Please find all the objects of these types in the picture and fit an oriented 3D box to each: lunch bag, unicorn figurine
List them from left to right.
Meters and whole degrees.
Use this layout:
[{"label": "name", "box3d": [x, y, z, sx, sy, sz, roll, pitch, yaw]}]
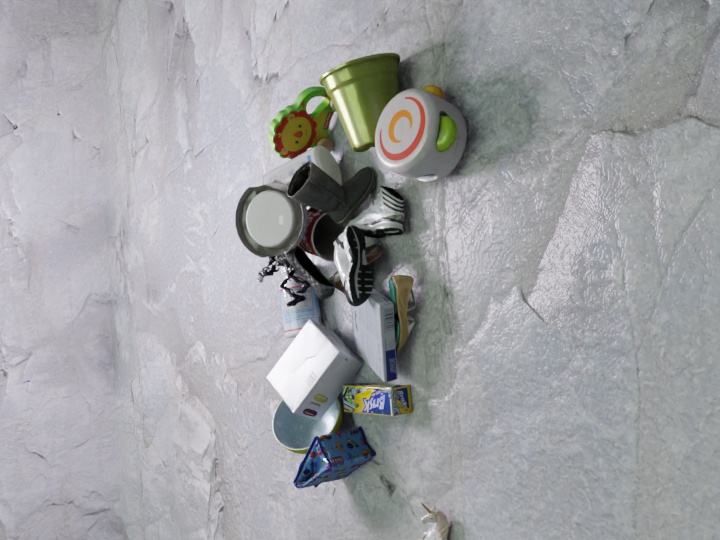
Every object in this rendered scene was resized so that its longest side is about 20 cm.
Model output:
[{"label": "lunch bag", "box3d": [-0.078, 0.515, 1.797, 0.094, 0.150, 0.201, 58, 132, 32]}, {"label": "unicorn figurine", "box3d": [0.171, 0.634, 1.564, 0.137, 0.074, 0.201, -46, 71, 31]}]

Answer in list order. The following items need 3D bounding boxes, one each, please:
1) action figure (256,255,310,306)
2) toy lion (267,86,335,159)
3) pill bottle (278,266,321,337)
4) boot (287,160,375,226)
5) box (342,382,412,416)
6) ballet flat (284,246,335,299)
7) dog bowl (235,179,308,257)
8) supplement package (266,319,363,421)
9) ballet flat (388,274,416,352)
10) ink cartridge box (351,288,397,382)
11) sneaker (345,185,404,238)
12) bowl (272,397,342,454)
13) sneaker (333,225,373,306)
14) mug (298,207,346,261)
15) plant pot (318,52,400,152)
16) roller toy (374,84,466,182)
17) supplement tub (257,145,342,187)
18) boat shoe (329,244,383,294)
[{"label": "action figure", "box3d": [-0.215, -0.008, 1.844, 0.119, 0.102, 0.200, -49, 65, 27]}, {"label": "toy lion", "box3d": [-0.148, -0.389, 1.804, 0.069, 0.190, 0.201, 45, 125, 40]}, {"label": "pill bottle", "box3d": [-0.172, 0.084, 1.926, 0.108, 0.108, 0.202, -18, 77, 50]}, {"label": "boot", "box3d": [-0.069, -0.216, 1.674, 0.072, 0.200, 0.183, 27, 85, 48]}, {"label": "box", "box3d": [0.039, 0.320, 1.708, 0.199, 0.064, 0.071, -9, 84, 52]}, {"label": "ballet flat", "box3d": [-0.133, -0.012, 1.784, 0.200, 0.066, 0.057, 49, 126, 10]}, {"label": "dog bowl", "box3d": [-0.223, -0.132, 1.754, 0.198, 0.059, 0.202, 1, 93, 23]}, {"label": "supplement package", "box3d": [-0.122, 0.265, 1.813, 0.201, 0.111, 0.156, -53, 48, 5]}, {"label": "ballet flat", "box3d": [0.102, 0.104, 1.613, 0.069, 0.062, 0.202, -123, 28, -60]}, {"label": "ink cartridge box", "box3d": [0.032, 0.144, 1.679, 0.200, 0.043, 0.198, -141, 44, -64]}, {"label": "sneaker", "box3d": [0.044, -0.146, 1.690, 0.200, 0.075, 0.117, 0, 77, 52]}, {"label": "bowl", "box3d": [-0.130, 0.423, 1.875, 0.200, 0.200, 0.108, 39, 164, 43]}, {"label": "sneaker", "box3d": [-0.022, -0.004, 1.651, 0.080, 0.073, 0.202, -32, 55, 45]}, {"label": "mug", "box3d": [-0.109, -0.115, 1.853, 0.199, 0.177, 0.134, 12, 139, 55]}, {"label": "plant pot", "box3d": [0.021, -0.386, 1.613, 0.200, 0.199, 0.186, -13, 92, 51]}, {"label": "roller toy", "box3d": [0.134, -0.293, 1.496, 0.183, 0.139, 0.201, -47, 51, 30]}, {"label": "supplement tub", "box3d": [-0.160, -0.235, 1.826, 0.199, 0.132, 0.133, -24, 72, 24]}, {"label": "boat shoe", "box3d": [0.000, 0.000, 1.746, 0.072, 0.076, 0.200, 49, 138, -3]}]
